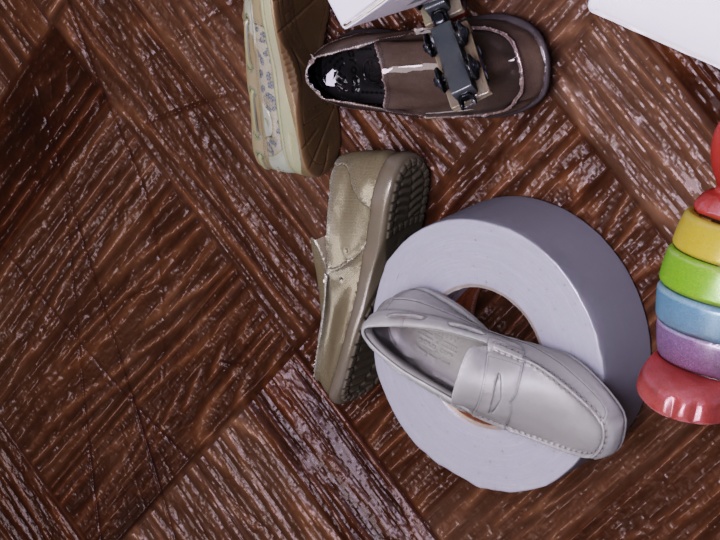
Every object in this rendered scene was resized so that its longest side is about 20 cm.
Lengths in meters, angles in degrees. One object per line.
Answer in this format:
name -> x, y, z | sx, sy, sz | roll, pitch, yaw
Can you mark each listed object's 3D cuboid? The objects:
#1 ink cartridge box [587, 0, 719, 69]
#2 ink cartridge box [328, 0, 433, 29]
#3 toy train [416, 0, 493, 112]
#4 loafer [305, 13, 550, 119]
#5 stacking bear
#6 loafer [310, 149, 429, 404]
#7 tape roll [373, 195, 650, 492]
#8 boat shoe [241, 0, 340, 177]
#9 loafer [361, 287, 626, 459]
ink cartridge box -> 0.234, -0.216, 1.390 | 0.124, 0.200, 0.129 | 25, 121, 10
ink cartridge box -> 0.038, -0.254, 1.518 | 0.084, 0.199, 0.146 | -32, 84, 41
toy train -> 0.051, -0.190, 1.592 | 0.034, 0.046, 0.201 | -23, 61, 15
loafer -> 0.043, -0.134, 1.641 | 0.199, 0.071, 0.074 | -2, 104, 39
stacking bear -> 0.249, -0.011, 1.498 | 0.114, 0.120, 0.202 | -131, 50, -70
loafer -> 0.000, 0.000, 1.726 | 0.067, 0.076, 0.202 | 26, 111, 32
tape roll -> 0.104, 0.052, 1.661 | 0.199, 0.066, 0.202 | 13, 112, 35
boat shoe -> -0.063, -0.166, 1.715 | 0.062, 0.073, 0.202 | 6, 109, 34
loafer -> 0.088, 0.075, 1.592 | 0.199, 0.070, 0.070 | 26, 120, 30
